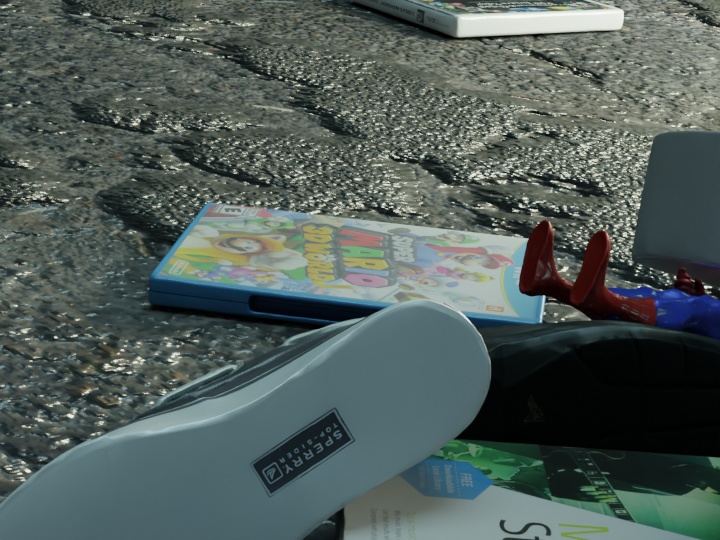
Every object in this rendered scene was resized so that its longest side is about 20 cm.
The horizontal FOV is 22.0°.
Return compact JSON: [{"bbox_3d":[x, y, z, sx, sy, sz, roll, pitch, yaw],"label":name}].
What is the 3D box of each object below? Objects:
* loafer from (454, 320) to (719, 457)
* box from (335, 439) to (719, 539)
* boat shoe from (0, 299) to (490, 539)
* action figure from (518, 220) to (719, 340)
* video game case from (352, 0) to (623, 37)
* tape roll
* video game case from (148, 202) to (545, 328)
[{"bbox_3d":[0.073,0.050,0.790,0.200,0.073,0.072,1,14,-14],"label":"loafer"},{"bbox_3d":[0.089,0.107,0.675,0.200,0.036,0.144,5,19,-3],"label":"box"},{"bbox_3d":[-0.050,0.069,0.661,0.200,0.072,0.068,-31,7,-18],"label":"boat shoe"},{"bbox_3d":[0.166,0.024,0.848,0.200,0.052,0.065,24,-10,-32],"label":"action figure"},{"bbox_3d":[0.118,-0.253,1.771,0.200,0.023,0.182,-7,21,-33],"label":"video game case"},{"bbox_3d":[0.238,-0.016,0.928,0.200,0.066,0.200,12,-2,0],"label":"tape roll"},{"bbox_3d":[0.000,0.000,0.997,0.200,0.018,0.143,7,18,6],"label":"video game case"}]
